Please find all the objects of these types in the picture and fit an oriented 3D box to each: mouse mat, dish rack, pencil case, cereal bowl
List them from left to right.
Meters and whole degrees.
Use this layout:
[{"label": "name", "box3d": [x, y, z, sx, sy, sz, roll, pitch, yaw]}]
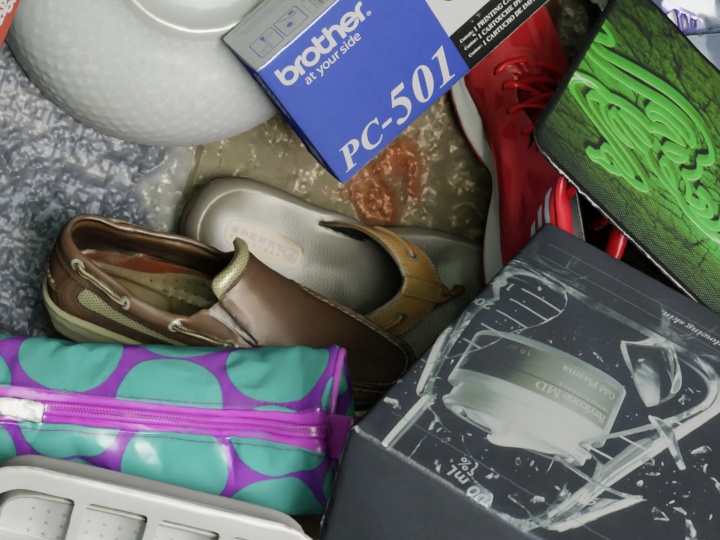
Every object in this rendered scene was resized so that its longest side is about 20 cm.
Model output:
[{"label": "dish rack", "box3d": [-0.116, 0.173, 0.902, 0.171, 0.044, 0.201, 14, 119, -9]}, {"label": "pencil case", "box3d": [-0.101, 0.074, 0.917, 0.199, 0.092, 0.086, 2, 82, 0]}, {"label": "cereal bowl", "box3d": [-0.092, -0.166, 0.995, 0.199, 0.083, 0.201, 0, 89, -16]}, {"label": "mouse mat", "box3d": [0.183, -0.044, 0.992, 0.200, 0.008, 0.161, 42, 45, -9]}]

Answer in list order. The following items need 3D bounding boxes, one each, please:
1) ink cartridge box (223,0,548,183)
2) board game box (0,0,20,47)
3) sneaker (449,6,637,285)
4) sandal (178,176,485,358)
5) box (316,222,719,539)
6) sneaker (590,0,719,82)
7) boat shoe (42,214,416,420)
[{"label": "ink cartridge box", "box3d": [0.034, -0.146, 0.979, 0.200, 0.044, 0.094, -42, 133, -3]}, {"label": "board game box", "box3d": [-0.178, -0.209, 0.962, 0.019, 0.103, 0.201, 27, 82, -43]}, {"label": "sneaker", "box3d": [0.108, -0.077, 1.020, 0.078, 0.115, 0.201, -7, 79, -23]}, {"label": "sandal", "box3d": [0.000, 0.000, 1.034, 0.199, 0.055, 0.082, 22, 84, -16]}, {"label": "box", "box3d": [0.114, 0.109, 0.900, 0.199, 0.124, 0.197, 29, 44, 17]}, {"label": "sneaker", "box3d": [0.153, -0.147, 1.065, 0.199, 0.081, 0.147, 23, 80, -20]}, {"label": "boat shoe", "box3d": [-0.065, 0.023, 0.973, 0.201, 0.075, 0.075, 14, 47, 0]}]
